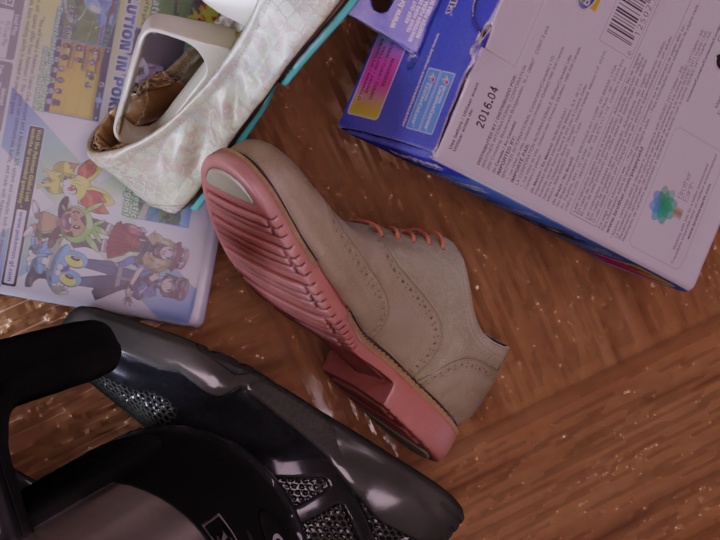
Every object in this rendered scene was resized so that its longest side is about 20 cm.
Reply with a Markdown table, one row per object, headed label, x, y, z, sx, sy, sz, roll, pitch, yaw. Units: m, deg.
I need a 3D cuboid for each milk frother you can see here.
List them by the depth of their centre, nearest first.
| label | x | y | z | sx | sy | sz | roll | pitch | yaw |
| --- | --- | --- | --- | --- | --- | --- | --- | --- | --- |
| milk frother | -0.152 | 0.132 | 0.816 | 0.200 | 0.188 | 0.181 | -34 | 87 | 19 |

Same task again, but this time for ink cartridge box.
| label | x | y | z | sx | sy | sz | roll | pitch | yaw |
| --- | --- | --- | --- | --- | --- | --- | --- | --- | --- |
| ink cartridge box | 0.082 | -0.092 | 0.895 | 0.200 | 0.076 | 0.137 | 25 | 87 | -39 |

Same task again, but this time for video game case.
| label | x | y | z | sx | sy | sz | roll | pitch | yaw |
| --- | --- | --- | --- | --- | --- | --- | --- | --- | --- |
| video game case | -0.141 | -0.088 | 0.920 | 0.182 | 0.022 | 0.200 | 11 | 90 | -11 |

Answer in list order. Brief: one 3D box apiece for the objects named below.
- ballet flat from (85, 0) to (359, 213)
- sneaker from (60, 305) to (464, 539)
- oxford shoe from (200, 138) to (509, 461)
| label | x | y | z | sx | sy | sz | roll | pitch | yaw |
| --- | --- | --- | --- | --- | --- | --- | --- | --- | --- |
| ballet flat | -0.052 | -0.095 | 0.843 | 0.062 | 0.067 | 0.200 | 28 | 129 | -16 |
| sneaker | -0.061 | 0.100 | 0.917 | 0.199 | 0.076 | 0.114 | 35 | 80 | -16 |
| oxford shoe | 0.000 | 0.000 | 0.903 | 0.074 | 0.071 | 0.200 | -48 | 136 | -12 |
